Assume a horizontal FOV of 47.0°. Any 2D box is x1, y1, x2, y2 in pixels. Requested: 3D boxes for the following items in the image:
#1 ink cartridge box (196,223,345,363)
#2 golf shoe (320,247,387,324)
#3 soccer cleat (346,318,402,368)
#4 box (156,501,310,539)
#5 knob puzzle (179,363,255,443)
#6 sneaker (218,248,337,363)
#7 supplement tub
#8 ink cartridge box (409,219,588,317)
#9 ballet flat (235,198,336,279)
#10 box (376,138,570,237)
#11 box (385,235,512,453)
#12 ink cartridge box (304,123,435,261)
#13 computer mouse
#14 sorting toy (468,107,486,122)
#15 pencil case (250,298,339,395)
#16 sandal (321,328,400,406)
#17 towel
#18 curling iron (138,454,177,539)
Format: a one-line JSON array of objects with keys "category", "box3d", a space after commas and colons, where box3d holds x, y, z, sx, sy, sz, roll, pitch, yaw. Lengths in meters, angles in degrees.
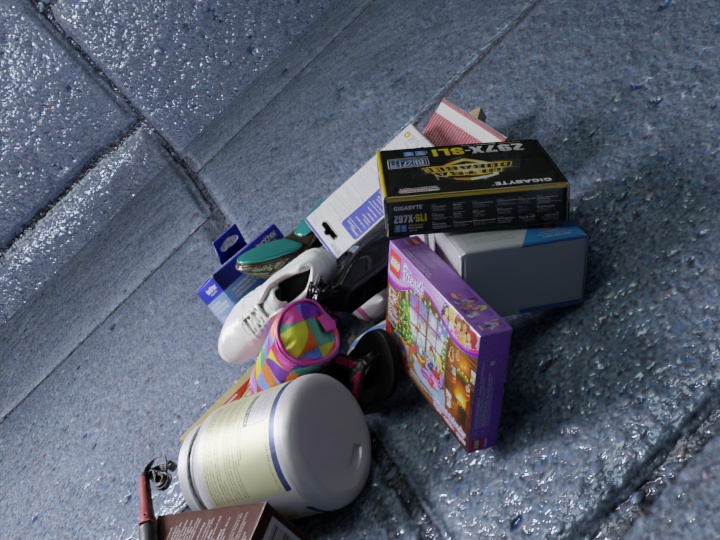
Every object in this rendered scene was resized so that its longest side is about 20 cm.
[{"category": "ink cartridge box", "box3d": [-0.135, 0.033, 1.170, 0.136, 0.201, 0.076, -44, 6, -36]}, {"category": "golf shoe", "box3d": [-0.008, 0.018, 1.171, 0.073, 0.093, 0.199, -46, 27, -16]}, {"category": "soccer cleat", "box3d": [0.072, 0.072, 1.017, 0.199, 0.070, 0.087, -41, 45, 4]}, {"category": "box", "box3d": [-0.148, 0.317, 0.906, 0.198, 0.100, 0.076, -20, 33, 41]}, {"category": "knob puzzle", "box3d": [-0.133, 0.195, 1.142, 0.216, 0.031, 0.221, -25, 22, 11]}, {"category": "sneaker", "box3d": [-0.117, 0.046, 1.055, 0.200, 0.071, 0.080, -44, -4, 14]}, {"category": "supplement tub", "box3d": [-0.101, 0.212, 0.945, 0.198, 0.145, 0.147, -23, 31, 35]}, {"category": "ink cartridge box", "box3d": [0.148, -0.032, 0.945, 0.142, 0.086, 0.201, -9, 27, -10]}, {"category": "ballet flat", "box3d": [-0.084, -0.025, 1.142, 0.067, 0.077, 0.199, 12, 38, 41]}, {"category": "box", "box3d": [0.119, -0.096, 0.929, 0.195, 0.050, 0.160, -4, 24, 1]}, {"category": "box", "box3d": [0.084, 0.071, 0.864, 0.038, 0.140, 0.200, -10, 31, -21]}, {"category": "ink cartridge box", "box3d": [0.024, -0.101, 1.111, 0.199, 0.037, 0.095, -40, 52, 0]}, {"category": "computer mouse", "box3d": [0.000, 0.000, 1.053, 0.198, 0.053, 0.139, -34, -21, -22]}, {"category": "sorting toy", "box3d": [0.105, -0.125, 1.251, 0.198, 0.070, 0.201, -24, 31, 36]}, {"category": "pencil case", "box3d": [-0.082, 0.109, 1.004, 0.089, 0.087, 0.201, -57, 0, -29]}, {"category": "sandal", "box3d": [-0.014, 0.133, 0.981, 0.044, 0.076, 0.200, -10, -21, -35]}, {"category": "towel", "box3d": [0.106, -0.116, 1.121, 0.144, 0.023, 0.202, 42, 106, 41]}, {"category": "curling iron", "box3d": [-0.236, 0.282, 0.941, 0.049, 0.026, 0.201, -41, 27, 13]}]
